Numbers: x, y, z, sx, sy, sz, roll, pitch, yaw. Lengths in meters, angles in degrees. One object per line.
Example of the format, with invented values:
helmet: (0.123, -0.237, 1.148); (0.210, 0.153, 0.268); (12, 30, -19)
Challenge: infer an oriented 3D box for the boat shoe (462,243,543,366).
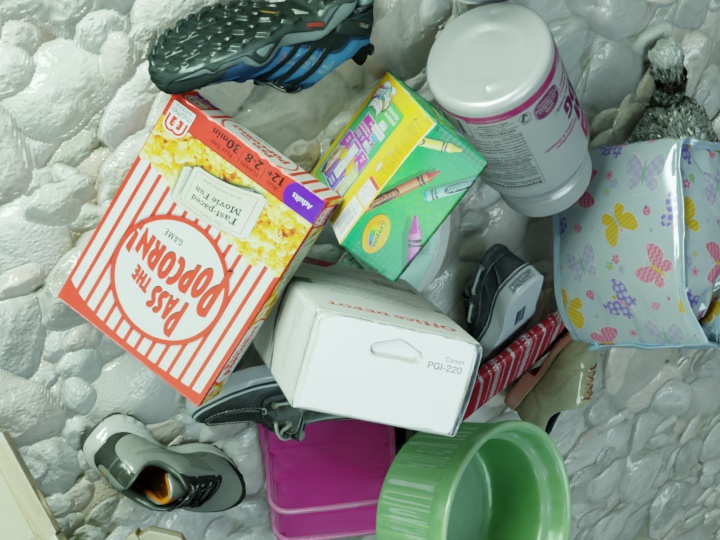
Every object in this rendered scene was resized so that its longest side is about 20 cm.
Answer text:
boat shoe: (0.139, 0.035, 1.316); (0.072, 0.068, 0.200); (-37, 161, -16)

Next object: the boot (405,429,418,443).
boot: (0.065, 0.187, 1.271); (0.067, 0.201, 0.131); (-6, 148, 9)

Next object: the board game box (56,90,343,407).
board game box: (-0.130, -0.017, 0.997); (0.201, 0.151, 0.046); (-57, 170, 16)

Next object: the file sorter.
file sorter: (-0.026, 0.251, 1.284); (0.138, 0.126, 0.201); (-5, 133, -1)

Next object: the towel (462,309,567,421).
towel: (0.180, 0.088, 1.379); (0.199, 0.023, 0.145); (-37, 164, -10)

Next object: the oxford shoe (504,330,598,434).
oxford shoe: (0.248, 0.112, 1.423); (0.071, 0.074, 0.200); (-21, 155, -47)

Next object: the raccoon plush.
raccoon plush: (0.342, -0.124, 1.287); (0.097, 0.134, 0.200); (-38, 139, -4)

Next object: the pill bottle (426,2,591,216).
pill bottle: (0.142, -0.138, 1.131); (0.113, 0.113, 0.200); (-41, 145, -1)

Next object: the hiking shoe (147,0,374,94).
hiking shoe: (-0.068, -0.167, 0.975); (0.199, 0.074, 0.087); (-24, 135, -20)

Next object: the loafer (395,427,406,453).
loafer: (0.019, 0.165, 1.330); (0.072, 0.063, 0.201); (-27, 136, -20)

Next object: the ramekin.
ramekin: (0.105, 0.238, 1.190); (0.199, 0.097, 0.202); (-3, 94, -46)

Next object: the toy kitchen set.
toy kitchen set: (-0.269, 0.226, 1.151); (0.162, 0.181, 0.200); (-30, 177, -10)

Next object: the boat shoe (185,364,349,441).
boat shoe: (-0.065, 0.126, 1.183); (0.198, 0.071, 0.072); (-12, 163, -1)

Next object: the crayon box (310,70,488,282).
crayon box: (0.025, -0.083, 1.026); (0.058, 0.200, 0.119); (35, 101, -19)

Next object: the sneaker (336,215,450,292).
sneaker: (0.000, 0.001, 1.165); (0.118, 0.074, 0.201); (7, 122, -48)

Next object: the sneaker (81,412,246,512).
sneaker: (-0.179, 0.204, 1.197); (0.074, 0.079, 0.200); (-51, 140, 7)

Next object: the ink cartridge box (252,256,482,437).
ink cartridge box: (-0.004, 0.056, 1.044); (0.145, 0.200, 0.085); (13, 99, -19)

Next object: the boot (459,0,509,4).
boot: (0.088, -0.248, 1.017); (0.199, 0.090, 0.073); (7, 119, -41)

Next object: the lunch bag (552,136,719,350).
lunch bag: (0.286, -0.022, 1.249); (0.126, 0.169, 0.202); (5, 83, -39)
